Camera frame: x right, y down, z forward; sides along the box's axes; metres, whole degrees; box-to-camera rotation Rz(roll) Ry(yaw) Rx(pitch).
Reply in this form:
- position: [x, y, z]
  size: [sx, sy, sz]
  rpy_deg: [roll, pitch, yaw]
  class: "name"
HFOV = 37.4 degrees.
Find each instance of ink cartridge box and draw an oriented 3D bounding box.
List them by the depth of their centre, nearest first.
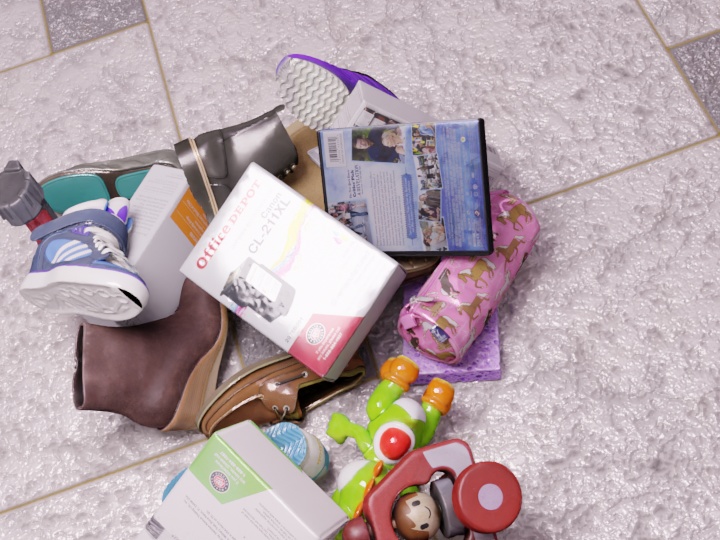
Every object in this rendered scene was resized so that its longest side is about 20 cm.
- position: [-0.131, 0.273, 1.042]
  size: [0.145, 0.084, 0.201]
  rpy_deg: [41, 105, 13]
  class: "ink cartridge box"
- position: [-0.072, 0.002, 1.149]
  size: [0.199, 0.083, 0.147]
  rpy_deg: [34, 89, 12]
  class: "ink cartridge box"

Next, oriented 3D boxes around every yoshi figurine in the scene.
- position: [0.019, 0.199, 1.119]
  size: [0.111, 0.112, 0.201]
  rpy_deg: [8, 57, 36]
  class: "yoshi figurine"

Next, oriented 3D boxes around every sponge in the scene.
- position: [0.104, 0.033, 1.236]
  size: [0.110, 0.030, 0.202]
  rpy_deg: [-3, 60, 8]
  class: "sponge"

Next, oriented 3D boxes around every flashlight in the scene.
- position: [-0.374, -0.039, 1.255]
  size: [0.067, 0.201, 0.068]
  rpy_deg: [38, 73, 25]
  class: "flashlight"

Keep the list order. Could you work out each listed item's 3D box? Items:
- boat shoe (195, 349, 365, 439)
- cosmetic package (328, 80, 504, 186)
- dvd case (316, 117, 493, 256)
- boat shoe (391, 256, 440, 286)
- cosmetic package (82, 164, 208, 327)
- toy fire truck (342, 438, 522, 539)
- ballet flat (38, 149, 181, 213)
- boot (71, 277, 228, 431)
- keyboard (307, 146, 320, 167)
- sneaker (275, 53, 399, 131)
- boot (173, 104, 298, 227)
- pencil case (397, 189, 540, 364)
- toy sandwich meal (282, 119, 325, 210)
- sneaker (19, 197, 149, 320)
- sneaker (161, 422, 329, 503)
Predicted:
- position: [-0.087, 0.137, 1.183]
  size: [0.199, 0.072, 0.068]
  rpy_deg: [-32, 59, -9]
  class: "boat shoe"
- position: [0.064, -0.137, 1.241]
  size: [0.198, 0.083, 0.051]
  rpy_deg: [21, 34, -24]
  class: "cosmetic package"
- position: [0.046, -0.087, 1.156]
  size: [0.197, 0.018, 0.145]
  rpy_deg: [0, 103, 28]
  class: "dvd case"
- position: [0.000, 0.000, 1.241]
  size: [0.197, 0.068, 0.073]
  rpy_deg: [-11, 50, 12]
  class: "boat shoe"
- position: [-0.250, -0.015, 1.271]
  size: [0.071, 0.102, 0.202]
  rpy_deg: [13, 63, 33]
  class: "cosmetic package"
- position: [0.073, 0.272, 1.018]
  size: [0.166, 0.112, 0.203]
  rpy_deg: [-14, 79, -15]
  class: "toy fire truck"
- position: [-0.318, -0.115, 1.379]
  size: [0.197, 0.068, 0.064]
  rpy_deg: [-8, 32, 4]
  class: "ballet flat"
- position: [-0.234, 0.075, 1.192]
  size: [0.072, 0.165, 0.203]
  rpy_deg: [-26, 55, 44]
  class: "boot"
- position: [0.018, -0.093, 1.249]
  size: [0.056, 0.011, 0.200]
  rpy_deg: [-32, 58, -23]
  class: "keyboard"
- position: [-0.022, -0.208, 1.269]
  size: [0.070, 0.199, 0.100]
  rpy_deg: [-49, 35, 25]
  class: "sneaker"
- position: [-0.116, -0.080, 1.243]
  size: [0.137, 0.202, 0.078]
  rpy_deg: [-24, 26, -5]
  class: "boot"
- position: [0.123, 0.005, 1.181]
  size: [0.082, 0.087, 0.201]
  rpy_deg: [28, 66, 20]
  class: "pencil case"
- position: [-0.029, -0.105, 1.318]
  size: [0.202, 0.071, 0.208]
  rpy_deg: [2, 59, -3]
  class: "toy sandwich meal"
- position: [-0.280, -0.027, 1.163]
  size: [0.198, 0.081, 0.148]
  rpy_deg: [-2, 54, 41]
  class: "sneaker"
- position: [-0.124, 0.233, 1.137]
  size: [0.198, 0.081, 0.077]
  rpy_deg: [-27, 59, 17]
  class: "sneaker"
